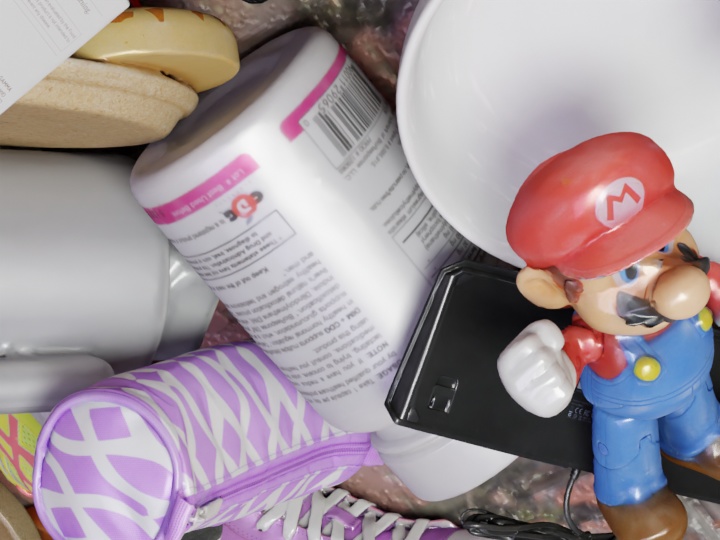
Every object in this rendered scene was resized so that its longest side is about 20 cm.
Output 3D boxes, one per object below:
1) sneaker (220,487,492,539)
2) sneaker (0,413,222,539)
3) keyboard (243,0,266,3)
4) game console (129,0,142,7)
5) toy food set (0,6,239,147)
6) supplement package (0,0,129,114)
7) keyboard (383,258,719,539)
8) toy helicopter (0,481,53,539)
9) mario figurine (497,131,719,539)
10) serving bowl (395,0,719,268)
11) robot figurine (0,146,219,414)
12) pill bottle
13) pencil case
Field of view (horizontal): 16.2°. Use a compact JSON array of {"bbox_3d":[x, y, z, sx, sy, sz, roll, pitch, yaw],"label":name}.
[{"bbox_3d":[-0.022,0.129,1.255,0.200,0.073,0.114,-7,115,26],"label":"sneaker"},{"bbox_3d":[-0.137,0.093,1.254,0.200,0.078,0.090,57,143,22],"label":"sneaker"},{"bbox_3d":[-0.033,-0.212,1.028,0.040,0.104,0.200,42,154,40],"label":"keyboard"},{"bbox_3d":[-0.206,-0.147,1.173,0.200,0.031,0.177,-8,118,27],"label":"game console"},{"bbox_3d":[-0.166,-0.087,1.087,0.200,0.198,0.049,-3,83,61],"label":"toy food set"},{"bbox_3d":[-0.198,-0.156,0.891,0.156,0.111,0.200,47,174,34],"label":"supplement package"},{"bbox_3d":[0.097,0.073,1.112,0.200,0.021,0.127,16,98,-30],"label":"keyboard"},{"bbox_3d":[-0.253,0.158,1.366,0.200,0.079,0.132,-29,107,38],"label":"toy helicopter"},{"bbox_3d":[0.121,0.032,1.022,0.106,0.124,0.200,-3,134,21],"label":"mario figurine"},{"bbox_3d":[0.112,-0.089,1.040,0.200,0.066,0.200,-2,131,-2],"label":"serving bowl"},{"bbox_3d":[-0.165,0.001,1.166,0.200,0.170,0.113,2,130,-25],"label":"robot figurine"},{"bbox_3d":[0.000,0.000,1.131,0.113,0.113,0.200,-29,109,34],"label":"pill bottle"},{"bbox_3d":[-0.066,0.078,1.145,0.085,0.200,0.084,17,106,24],"label":"pencil case"}]
